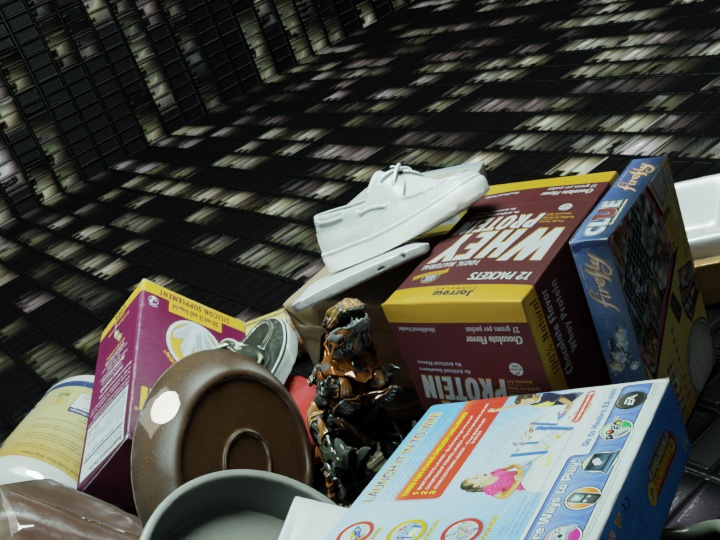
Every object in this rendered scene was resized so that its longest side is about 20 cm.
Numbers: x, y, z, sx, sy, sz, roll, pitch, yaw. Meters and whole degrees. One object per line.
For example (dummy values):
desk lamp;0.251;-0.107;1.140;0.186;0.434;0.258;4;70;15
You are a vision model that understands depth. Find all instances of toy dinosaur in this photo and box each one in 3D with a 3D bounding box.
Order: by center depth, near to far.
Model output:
toy dinosaur;-0.002;0.129;0.781;0.101;0.203;0.136;-27;37;-17

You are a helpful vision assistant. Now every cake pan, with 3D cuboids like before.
cake pan;-0.070;0.236;0.668;0.197;0.037;0.202;19;34;-13

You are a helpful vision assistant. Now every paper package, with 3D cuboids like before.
paper package;0.050;0.025;1.004;0.188;0.105;0.200;1;33;44

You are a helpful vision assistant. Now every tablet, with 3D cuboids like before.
tablet;0.000;0.000;0.871;0.128;0.014;0.200;-25;3;1

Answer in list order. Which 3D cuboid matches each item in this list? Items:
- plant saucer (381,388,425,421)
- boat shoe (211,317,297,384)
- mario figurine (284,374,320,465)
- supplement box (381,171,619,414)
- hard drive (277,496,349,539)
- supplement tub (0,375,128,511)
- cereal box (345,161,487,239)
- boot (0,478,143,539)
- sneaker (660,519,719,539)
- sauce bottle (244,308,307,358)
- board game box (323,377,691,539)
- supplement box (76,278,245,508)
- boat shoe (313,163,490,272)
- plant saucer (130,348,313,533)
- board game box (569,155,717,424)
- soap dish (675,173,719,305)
plant saucer;0.060;0.100;1.000;0.197;0.030;0.201;-21;22;9
boat shoe;-0.114;0.099;0.877;0.070;0.064;0.201;-23;25;26
mario figurine;-0.088;0.169;0.962;0.199;0.105;0.126;-5;63;59
supplement box;0.150;0.055;0.790;0.131;0.200;0.200;-3;30;40
hard drive;0.031;0.229;0.635;0.196;0.027;0.132;10;31;9
supplement tub;-0.303;0.218;0.934;0.142;0.146;0.201;-13;24;22
cereal box;0.059;-0.072;0.999;0.141;0.040;0.200;-10;13;17
boot;-0.223;0.248;0.751;0.197;0.065;0.187;24;13;-4
sneaker;0.150;0.201;0.581;0.196;0.081;0.074;-13;29;-4
sauce bottle;-0.157;0.104;1.151;0.196;0.067;0.066;-20;22;8
board game box;0.093;0.153;0.601;0.193;0.057;0.200;-13;17;37
supplement box;-0.193;0.130;0.927;0.103;0.129;0.202;-44;35;31
boat shoe;0.030;-0.059;0.848;0.071;0.070;0.199;-26;2;-41
plant saucer;-0.103;0.165;0.783;0.032;0.202;0.201;-17;21;37
board game box;0.238;0.029;0.760;0.034;0.203;0.135;-2;29;40
soap dish;0.308;-0.020;0.956;0.196;0.082;0.158;-13;25;23
